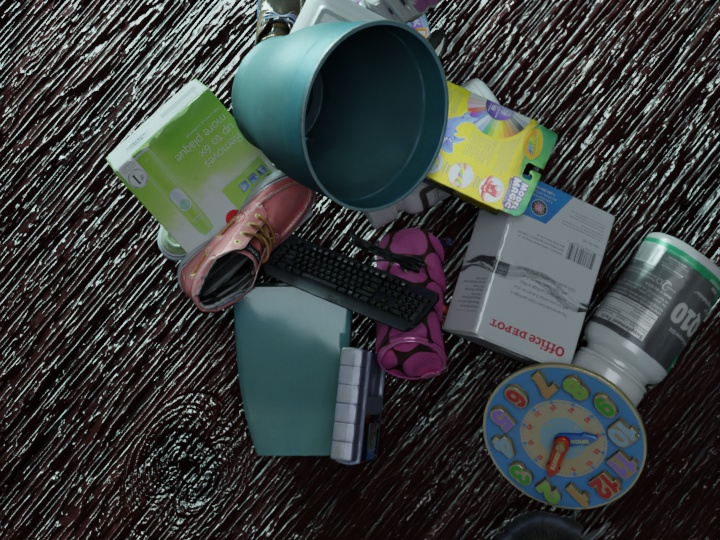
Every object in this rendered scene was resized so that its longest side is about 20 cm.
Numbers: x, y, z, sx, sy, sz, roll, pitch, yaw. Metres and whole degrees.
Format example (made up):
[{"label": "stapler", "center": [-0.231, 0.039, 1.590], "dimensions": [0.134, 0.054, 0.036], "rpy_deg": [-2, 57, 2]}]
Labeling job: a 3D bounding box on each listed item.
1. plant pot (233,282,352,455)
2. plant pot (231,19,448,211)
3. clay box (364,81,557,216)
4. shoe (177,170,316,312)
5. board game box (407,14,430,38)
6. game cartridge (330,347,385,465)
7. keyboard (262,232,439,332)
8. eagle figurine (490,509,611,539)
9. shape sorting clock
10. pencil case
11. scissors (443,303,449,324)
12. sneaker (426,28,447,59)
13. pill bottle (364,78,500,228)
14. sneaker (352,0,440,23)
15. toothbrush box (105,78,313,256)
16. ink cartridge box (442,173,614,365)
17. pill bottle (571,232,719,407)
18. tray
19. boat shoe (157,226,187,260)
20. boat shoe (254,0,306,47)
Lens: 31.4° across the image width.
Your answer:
[{"label": "plant pot", "center": [-0.077, 0.117, 1.538], "dimensions": [0.140, 0.141, 0.202], "rpy_deg": [0, 91, 0]}, {"label": "plant pot", "center": [-0.037, -0.182, 1.407], "dimensions": [0.199, 0.187, 0.202], "rpy_deg": [-13, 112, -36]}, {"label": "clay box", "center": [0.117, -0.147, 1.491], "dimensions": [0.199, 0.048, 0.116], "rpy_deg": [26, 85, 4]}, {"label": "shoe", "center": [-0.119, -0.033, 1.451], "dimensions": [0.200, 0.091, 0.072], "rpy_deg": [-41, 115, -3]}, {"label": "board game box", "center": [-0.010, -0.286, 1.625], "dimensions": [0.198, 0.037, 0.152], "rpy_deg": [-13, 85, -2]}, {"label": "game cartridge", "center": [0.002, 0.160, 1.501], "dimensions": [0.038, 0.200, 0.131], "rpy_deg": [1, 84, 9]}, {"label": "keyboard", "center": [0.000, 0.000, 1.476], "dimensions": [0.199, 0.021, 0.127], "rpy_deg": [22, 41, 20]}, {"label": "eagle figurine", "center": [0.212, 0.353, 1.506], "dimensions": [0.199, 0.151, 0.153], "rpy_deg": [22, 96, -5]}, {"label": "shape sorting clock", "center": [0.242, 0.201, 1.531], "dimensions": [0.198, 0.039, 0.201], "rpy_deg": [9, 120, 15]}, {"label": "pencil case", "center": [0.065, 0.041, 1.521], "dimensions": [0.090, 0.201, 0.094], "rpy_deg": [-21, 129, 24]}, {"label": "scissors", "center": [0.129, 0.055, 1.604], "dimensions": [0.198, 0.014, 0.074], "rpy_deg": [-1, 85, 0]}, {"label": "sneaker", "center": [0.025, -0.229, 1.566], "dimensions": [0.200, 0.074, 0.079], "rpy_deg": [-40, 93, 3]}, {"label": "pill bottle", "center": [0.082, -0.141, 1.573], "dimensions": [0.199, 0.114, 0.114], "rpy_deg": [-28, 85, -3]}, {"label": "sneaker", "center": [0.010, -0.308, 1.566], "dimensions": [0.200, 0.088, 0.081], "rpy_deg": [-38, 111, -6]}, {"label": "toothbrush box", "center": [-0.178, -0.100, 1.509], "dimensions": [0.145, 0.086, 0.200], "rpy_deg": [-41, 115, -4]}, {"label": "ink cartridge box", "center": [0.203, 0.004, 1.546], "dimensions": [0.144, 0.084, 0.201], "rpy_deg": [22, 82, -25]}, {"label": "pill bottle", "center": [0.344, 0.064, 1.554], "dimensions": [0.113, 0.113, 0.201], "rpy_deg": [35, 86, 3]}, {"label": "tray", "center": [-0.051, -0.226, 1.520], "dimensions": [0.107, 0.022, 0.201], "rpy_deg": [26, 103, -12]}, {"label": "boat shoe", "center": [-0.177, -0.093, 1.593], "dimensions": [0.200, 0.062, 0.072], "rpy_deg": [-45, 86, -4]}, {"label": "boat shoe", "center": [-0.094, -0.284, 1.571], "dimensions": [0.072, 0.072, 0.202], "rpy_deg": [0, 86, 2]}]
